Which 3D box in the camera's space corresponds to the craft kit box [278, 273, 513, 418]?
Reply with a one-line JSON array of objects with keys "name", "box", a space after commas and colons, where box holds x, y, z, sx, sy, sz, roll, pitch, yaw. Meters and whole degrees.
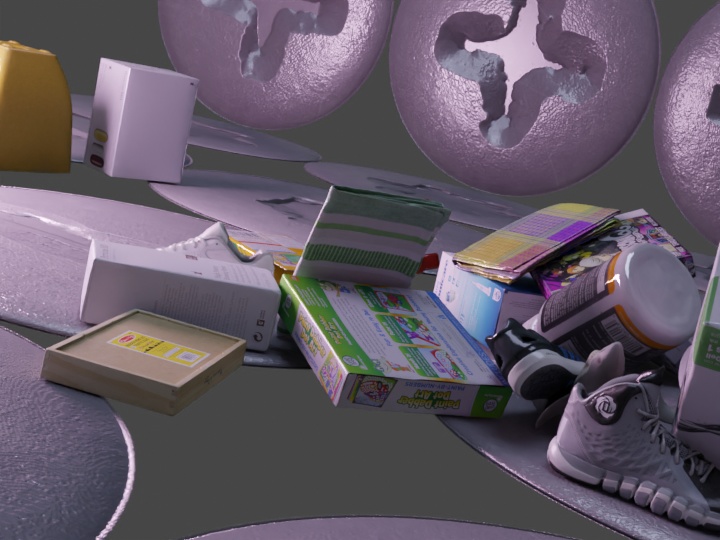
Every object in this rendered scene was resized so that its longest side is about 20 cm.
[{"name": "craft kit box", "box": [0.031, 0.077, 1.218, 0.196, 0.049, 0.200, 11, 23, -29]}]

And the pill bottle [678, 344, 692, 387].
[{"name": "pill bottle", "box": [0.489, 0.134, 1.414, 0.198, 0.112, 0.111, 8, 12, -27]}]

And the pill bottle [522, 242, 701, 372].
[{"name": "pill bottle", "box": [0.267, 0.060, 1.284, 0.115, 0.117, 0.200, 7, -27, -30]}]

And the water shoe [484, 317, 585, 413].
[{"name": "water shoe", "box": [0.186, 0.093, 1.200, 0.079, 0.071, 0.200, 55, 7, 23]}]

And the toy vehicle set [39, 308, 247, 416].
[{"name": "toy vehicle set", "box": [-0.193, 0.080, 1.077, 0.123, 0.027, 0.200, 15, 11, 9]}]

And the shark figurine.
[{"name": "shark figurine", "box": [0.269, 0.156, 1.199, 0.214, 0.128, 0.090, 28, 21, -53]}]

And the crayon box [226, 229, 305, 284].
[{"name": "crayon box", "box": [-0.103, -0.002, 1.541, 0.125, 0.052, 0.200, 5, 13, -36]}]

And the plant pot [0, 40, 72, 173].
[{"name": "plant pot", "box": [-0.608, -0.287, 1.977, 0.193, 0.202, 0.195, 20, 12, 30]}]

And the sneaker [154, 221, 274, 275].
[{"name": "sneaker", "box": [-0.192, -0.013, 1.356, 0.198, 0.100, 0.078, 12, 11, -9]}]

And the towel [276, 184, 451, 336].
[{"name": "towel", "box": [0.000, 0.000, 1.293, 0.151, 0.201, 0.023, 7, 36, -29]}]

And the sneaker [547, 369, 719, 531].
[{"name": "sneaker", "box": [0.273, 0.152, 1.043, 0.198, 0.117, 0.075, 16, 11, 17]}]

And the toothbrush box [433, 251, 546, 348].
[{"name": "toothbrush box", "box": [0.203, 0.046, 1.580, 0.145, 0.086, 0.200, 8, 13, -23]}]

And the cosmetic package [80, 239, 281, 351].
[{"name": "cosmetic package", "box": [-0.193, 0.025, 1.240, 0.198, 0.075, 0.102, 12, 10, -16]}]

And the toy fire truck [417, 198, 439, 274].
[{"name": "toy fire truck", "box": [0.024, -0.043, 1.818, 0.166, 0.113, 0.200, -9, 2, 22]}]

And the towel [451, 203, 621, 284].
[{"name": "towel", "box": [0.230, -0.039, 1.536, 0.199, 0.023, 0.143, -28, 21, -25]}]

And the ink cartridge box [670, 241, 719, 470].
[{"name": "ink cartridge box", "box": [0.352, 0.098, 1.101, 0.084, 0.201, 0.146, 14, 37, 15]}]

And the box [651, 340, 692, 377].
[{"name": "box", "box": [0.367, 0.067, 1.564, 0.200, 0.041, 0.156, 39, -1, -25]}]

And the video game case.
[{"name": "video game case", "box": [0.310, -0.015, 1.496, 0.180, 0.036, 0.200, -15, 20, 1]}]

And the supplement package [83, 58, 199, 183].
[{"name": "supplement package", "box": [-0.407, -0.276, 2.160, 0.155, 0.202, 0.110, 2, 15, -44]}]
